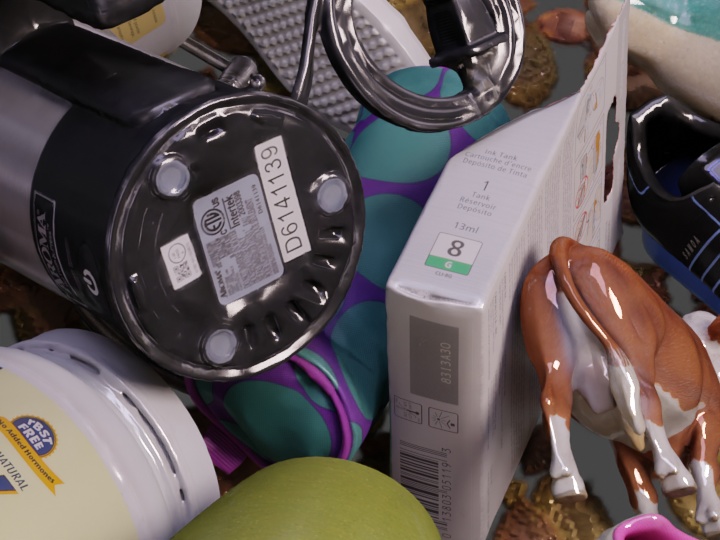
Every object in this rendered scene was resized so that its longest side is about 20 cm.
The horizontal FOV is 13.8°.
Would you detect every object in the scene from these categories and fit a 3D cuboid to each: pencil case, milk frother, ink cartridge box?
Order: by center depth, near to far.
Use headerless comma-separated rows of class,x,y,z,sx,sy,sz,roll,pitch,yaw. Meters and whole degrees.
milk frother,-0.059,-0.070,1.244,0.200,0.181,0.188,-10,21,-31
ink cartridge box,0.065,-0.005,1.288,0.050,0.161,0.200,13,50,14
pencil case,0.000,0.000,1.310,0.085,0.092,0.200,45,48,-12

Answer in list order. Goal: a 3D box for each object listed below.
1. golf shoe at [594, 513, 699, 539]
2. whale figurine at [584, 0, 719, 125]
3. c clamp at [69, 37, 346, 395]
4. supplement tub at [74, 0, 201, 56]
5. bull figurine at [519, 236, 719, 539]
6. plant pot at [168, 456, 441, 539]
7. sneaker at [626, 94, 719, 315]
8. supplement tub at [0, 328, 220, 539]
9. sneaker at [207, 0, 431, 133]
golf shoe,0.169,0.169,1.208,0.200,0.092,0.075,27,51,13
whale figurine,0.206,-0.105,1.395,0.200,0.159,0.104,24,88,6
c clamp,-0.076,-0.027,1.384,0.171,0.027,0.200,23,50,5
supplement tub,-0.164,-0.135,1.360,0.200,0.145,0.145,-35,62,-16
bull figurine,0.122,0.055,1.266,0.065,0.200,0.122,-20,64,23
plant pot,-0.030,0.163,1.098,0.187,0.187,0.200,12,32,3
sneaker,0.187,-0.010,1.331,0.070,0.078,0.200,-37,44,-18
supplement tub,-0.164,0.117,1.161,0.145,0.145,0.200,36,42,21
sneaker,-0.023,-0.145,1.455,0.200,0.074,0.082,44,42,15
